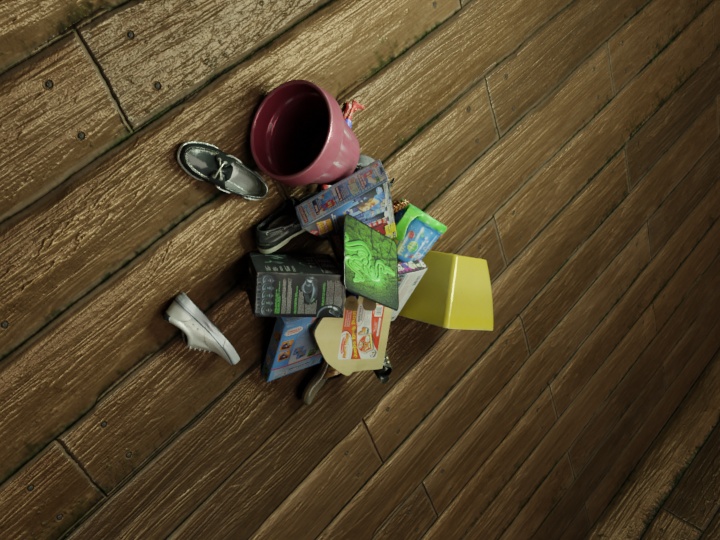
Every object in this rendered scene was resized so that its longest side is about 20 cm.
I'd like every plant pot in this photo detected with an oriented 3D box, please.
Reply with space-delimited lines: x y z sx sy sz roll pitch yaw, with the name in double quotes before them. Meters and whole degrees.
"plant pot" -0.096 -0.260 1.406 0.178 0.197 0.205 16 95 -59
"plant pot" 0.228 0.046 1.798 0.197 0.198 0.181 7 93 -42

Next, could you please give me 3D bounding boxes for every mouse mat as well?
"mouse mat" 0.025 -0.014 1.440 0.198 0.007 0.165 24 59 -49

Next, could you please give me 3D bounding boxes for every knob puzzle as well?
"knob puzzle" -0.024 0.133 1.538 0.215 0.030 0.226 -10 108 -31

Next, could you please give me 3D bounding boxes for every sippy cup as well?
"sippy cup" 0.125 -0.085 1.702 0.176 0.139 0.132 27 98 -34

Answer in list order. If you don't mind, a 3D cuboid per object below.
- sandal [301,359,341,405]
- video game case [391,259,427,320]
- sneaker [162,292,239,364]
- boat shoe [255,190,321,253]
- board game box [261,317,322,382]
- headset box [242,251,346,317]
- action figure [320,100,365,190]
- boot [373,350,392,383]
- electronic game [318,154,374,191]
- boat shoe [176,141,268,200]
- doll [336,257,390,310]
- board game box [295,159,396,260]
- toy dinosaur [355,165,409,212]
"sandal" -0.071 0.244 1.663 0.202 0.054 0.082 -55 164 -11
"video game case" 0.051 0.063 1.675 0.178 0.036 0.202 -12 144 -38
"sneaker" -0.327 0.133 1.414 0.071 0.073 0.201 -43 120 -10
"boat shoe" -0.148 -0.120 1.475 0.198 0.074 0.067 -36 136 -17
"board game box" -0.134 0.154 1.546 0.149 0.037 0.202 -15 143 -35
"headset box" -0.143 0.027 1.424 0.195 0.174 0.095 2 104 -16
"action figure" -0.044 -0.269 1.521 0.051 0.065 0.204 25 85 -30
"boot" 0.033 0.166 1.629 0.076 0.140 0.201 -26 149 -7
"electronic game" -0.012 -0.166 1.601 0.196 0.041 0.206 -10 108 -32
"boat shoe" -0.264 -0.194 1.352 0.197 0.060 0.077 17 93 -44
"doll" 0.000 0.000 1.512 0.203 0.133 0.049 -84 171 -47
"board game box" -0.030 -0.115 1.457 0.195 0.063 0.202 -20 147 -4
"toy dinosaur" 0.018 -0.156 1.562 0.198 0.101 0.139 -20 130 -47
